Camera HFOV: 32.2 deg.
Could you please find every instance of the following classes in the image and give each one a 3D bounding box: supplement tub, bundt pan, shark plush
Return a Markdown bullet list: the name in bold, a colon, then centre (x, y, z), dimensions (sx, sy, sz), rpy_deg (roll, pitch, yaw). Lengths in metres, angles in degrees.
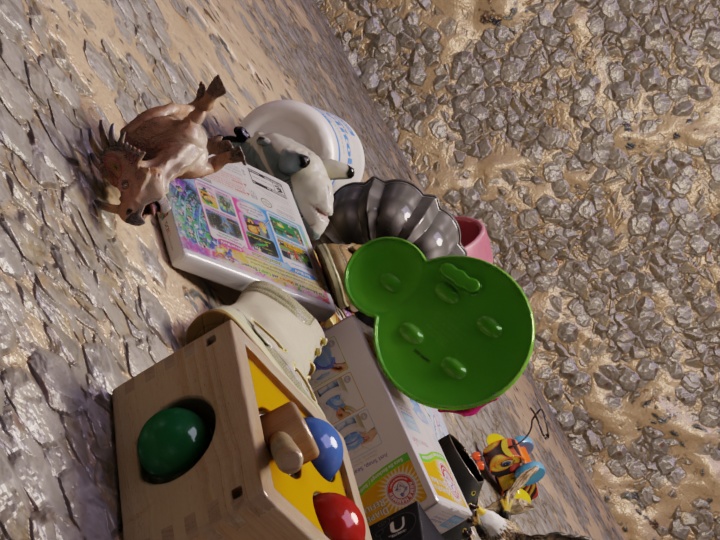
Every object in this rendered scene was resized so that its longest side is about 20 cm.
- **supplement tub**: centre (-0.074, -0.138, 1.539), dimensions (0.132, 0.132, 0.200), rpy_deg (60, 11, 2)
- **bundt pan**: centre (0.021, -0.003, 1.456), dimensions (0.202, 0.201, 0.076), rpy_deg (58, 19, -10)
- **shark plush**: centre (-0.105, -0.110, 1.382), dimensions (0.200, 0.084, 0.091), rpy_deg (28, 13, 25)

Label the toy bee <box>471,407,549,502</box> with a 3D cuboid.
- **toy bee**: centre (0.221, 0.288, 1.908), dimensions (0.131, 0.108, 0.201), rpy_deg (-118, -162, -62)

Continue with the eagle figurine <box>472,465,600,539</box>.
- **eagle figurine**: centre (0.183, 0.329, 1.465), dimensions (0.150, 0.152, 0.200), rpy_deg (14, 13, -22)

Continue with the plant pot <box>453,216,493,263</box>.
- **plant pot**: centre (0.103, 0.041, 1.770), dimensions (0.200, 0.199, 0.180), rpy_deg (-88, 161, -71)

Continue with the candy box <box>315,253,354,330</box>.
- **candy box**: centre (-0.044, 0.057, 1.354), dimensions (0.200, 0.056, 0.117), rpy_deg (57, 10, -9)

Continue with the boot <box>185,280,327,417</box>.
- **boot**: centre (-0.059, 0.105, 1.084), dimensions (0.200, 0.072, 0.155), rpy_deg (55, 17, -2)

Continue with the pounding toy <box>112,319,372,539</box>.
- **pounding toy**: centre (-0.065, 0.136, 0.801), dimensions (0.200, 0.142, 0.184), rpy_deg (51, 13, -39)

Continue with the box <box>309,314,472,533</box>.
- **box**: centre (0.009, 0.163, 1.185), dimensions (0.200, 0.101, 0.112), rpy_deg (65, 12, 26)

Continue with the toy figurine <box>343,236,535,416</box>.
- **toy figurine**: centre (0.079, 0.073, 1.240), dimensions (0.200, 0.150, 0.184), rpy_deg (37, -12, 19)

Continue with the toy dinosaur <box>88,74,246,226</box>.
- **toy dinosaur**: centre (-0.178, -0.106, 1.079), dimensions (0.086, 0.135, 0.200), rpy_deg (70, -12, -15)

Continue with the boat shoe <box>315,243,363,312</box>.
- **boat shoe**: centre (0.000, 0.000, 1.324), dimensions (0.200, 0.066, 0.074), rpy_deg (26, 43, -81)

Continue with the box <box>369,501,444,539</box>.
- **box**: centre (0.039, 0.295, 0.958), dimensions (0.122, 0.106, 0.200), rpy_deg (56, 11, -22)

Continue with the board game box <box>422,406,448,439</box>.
- **board game box**: centre (0.074, 0.204, 1.447), dimensions (0.199, 0.043, 0.201), rpy_deg (-72, 142, -75)

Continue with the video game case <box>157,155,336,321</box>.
- **video game case**: centre (-0.122, -0.048, 1.213), dimensions (0.200, 0.024, 0.182), rpy_deg (23, 35, -44)

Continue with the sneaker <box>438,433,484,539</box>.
- **sneaker**: centre (0.102, 0.275, 1.304), dimensions (0.200, 0.106, 0.075), rpy_deg (58, 11, -9)
